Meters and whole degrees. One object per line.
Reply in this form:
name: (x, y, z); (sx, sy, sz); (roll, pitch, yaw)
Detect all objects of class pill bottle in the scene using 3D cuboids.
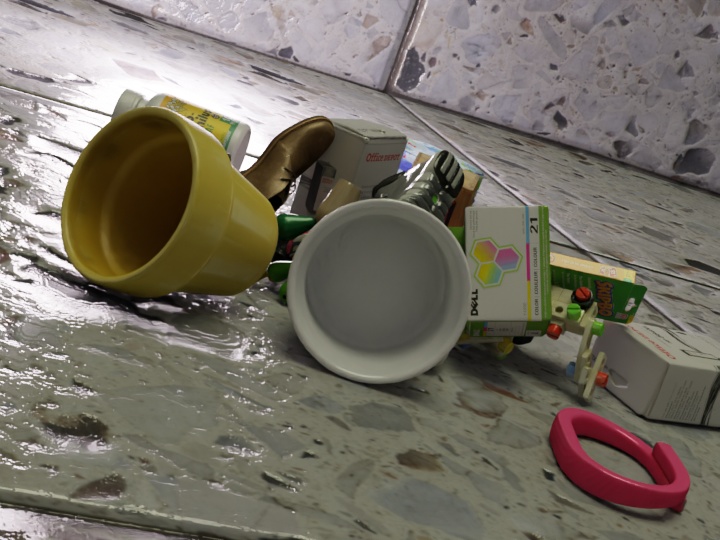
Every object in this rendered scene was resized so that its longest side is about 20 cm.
pill bottle: (-0.278, -0.206, 1.914); (0.199, 0.113, 0.113); (21, 15, 1)

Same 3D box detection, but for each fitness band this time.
fitness band: (0.280, 0.205, 1.357); (0.143, 0.038, 0.200); (18, 14, -6)

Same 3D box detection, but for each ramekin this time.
ramekin: (0.019, 0.017, 1.380); (0.199, 0.201, 0.098); (19, 7, -5)

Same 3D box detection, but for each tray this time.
tray: (0.114, -0.089, 1.905); (0.098, 0.200, 0.037); (23, 58, 8)

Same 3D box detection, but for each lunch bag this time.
lunch bag: (0.128, -0.197, 2.460); (0.199, 0.083, 0.160); (29, 16, 29)

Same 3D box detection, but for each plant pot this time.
plant pot: (-0.196, -0.055, 1.386); (0.200, 0.201, 0.189); (32, 3, 38)

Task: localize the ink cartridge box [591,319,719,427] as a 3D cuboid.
ink cartridge box: (0.426, 0.139, 1.676); (0.199, 0.085, 0.146); (11, 17, -32)

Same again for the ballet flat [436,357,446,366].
ballet flat: (0.032, 0.030, 1.472); (0.200, 0.069, 0.069); (46, 14, -7)

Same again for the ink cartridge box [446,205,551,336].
ink cartridge box: (0.130, 0.002, 1.528); (0.199, 0.149, 0.076); (-1, -17, 3)

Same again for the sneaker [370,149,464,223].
sneaker: (0.044, -0.064, 1.526); (0.115, 0.075, 0.200); (-15, 27, 41)

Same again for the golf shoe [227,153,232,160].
golf shoe: (-0.234, -0.120, 1.707); (0.078, 0.098, 0.200); (25, 17, 9)

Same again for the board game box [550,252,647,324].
board game box: (0.267, 0.017, 1.627); (0.199, 0.096, 0.030); (15, 57, 5)

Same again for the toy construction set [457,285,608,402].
toy construction set: (0.229, 0.078, 1.578); (0.199, 0.092, 0.131); (25, 60, 14)

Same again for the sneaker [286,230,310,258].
sneaker: (0.000, 0.000, 1.608); (0.199, 0.075, 0.081); (18, -12, -8)

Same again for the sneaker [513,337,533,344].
sneaker: (0.154, 0.049, 1.710); (0.082, 0.071, 0.200); (-15, 33, -29)

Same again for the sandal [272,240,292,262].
sandal: (-0.133, -0.034, 1.640); (0.200, 0.048, 0.075); (36, 31, 3)

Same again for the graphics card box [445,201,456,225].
graphics card box: (0.073, -0.038, 1.759); (0.051, 0.126, 0.200); (24, 15, 14)

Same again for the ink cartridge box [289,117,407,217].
ink cartridge box: (-0.023, -0.105, 1.722); (0.085, 0.201, 0.146); (26, 16, 21)

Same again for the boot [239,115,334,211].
boot: (-0.099, -0.119, 1.592); (0.075, 0.200, 0.074); (36, -19, 42)

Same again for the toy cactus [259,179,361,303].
toy cactus: (-0.046, -0.029, 1.532); (0.199, 0.166, 0.102); (28, -4, 10)
